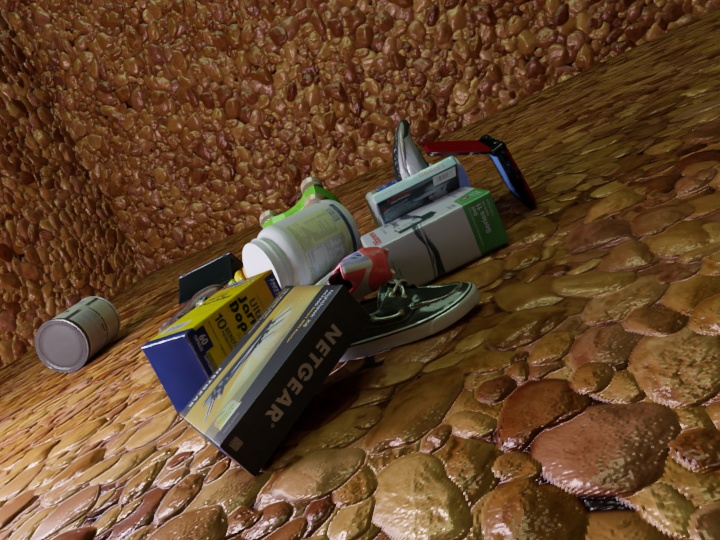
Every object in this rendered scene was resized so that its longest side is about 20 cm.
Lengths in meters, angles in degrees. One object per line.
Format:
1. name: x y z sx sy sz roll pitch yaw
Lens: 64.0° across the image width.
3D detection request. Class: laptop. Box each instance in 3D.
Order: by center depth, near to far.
1. laptop: -0.469 0.038 1.828 0.184 0.118 0.200 -25 -16 2

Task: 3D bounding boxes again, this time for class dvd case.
1. dvd case: 0.104 -0.102 0.980 0.143 0.022 0.201 -26 -25 2

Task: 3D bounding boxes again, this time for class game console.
1. game console: 0.205 -0.175 1.023 0.117 0.174 0.200 -31 12 13

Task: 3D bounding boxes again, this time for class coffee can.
1. coffee can: -0.775 0.172 1.595 0.143 0.149 0.200 -23 13 8

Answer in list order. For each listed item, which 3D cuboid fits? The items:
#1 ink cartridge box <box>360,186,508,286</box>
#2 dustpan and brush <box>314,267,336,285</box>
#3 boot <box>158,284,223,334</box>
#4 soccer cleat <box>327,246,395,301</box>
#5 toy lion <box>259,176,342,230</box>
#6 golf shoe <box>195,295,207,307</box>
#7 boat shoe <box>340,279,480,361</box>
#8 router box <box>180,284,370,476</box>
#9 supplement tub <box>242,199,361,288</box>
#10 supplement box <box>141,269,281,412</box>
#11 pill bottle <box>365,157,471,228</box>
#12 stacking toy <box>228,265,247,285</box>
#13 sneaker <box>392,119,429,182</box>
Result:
1. ink cartridge box: 0.105 -0.047 0.886 0.196 0.085 0.147 -26 13 -1
2. dustpan and brush: 0.000 0.000 1.002 0.199 0.058 0.139 -38 3 -17
3. boot: -0.358 0.108 1.223 0.186 0.065 0.200 -42 12 -8
4. soccer cleat: -0.021 0.024 0.775 0.075 0.068 0.200 -8 -18 -24
5. toy lion: -0.112 -0.086 1.260 0.198 0.191 0.070 -34 50 21
6. golf shoe: -0.247 0.098 1.072 0.197 0.078 0.096 -10 44 40
7. boat shoe: 0.043 0.048 0.687 0.196 0.065 0.071 -23 13 15
8. router box: -0.097 0.107 0.635 0.201 0.052 0.156 -53 23 -22
9. supplement tub: -0.109 -0.034 1.091 0.198 0.148 0.144 -30 14 -34
10. supplement box: -0.197 0.099 0.850 0.108 0.111 0.200 -17 16 34
11. pill bottle: 0.118 -0.141 1.153 0.196 0.118 0.116 -25 13 0
12. stacking toy: -0.243 0.049 1.186 0.198 0.111 0.116 -38 0 -2
13. sneaker: 0.104 -0.182 1.073 0.077 0.206 0.074 -11 -10 -3
